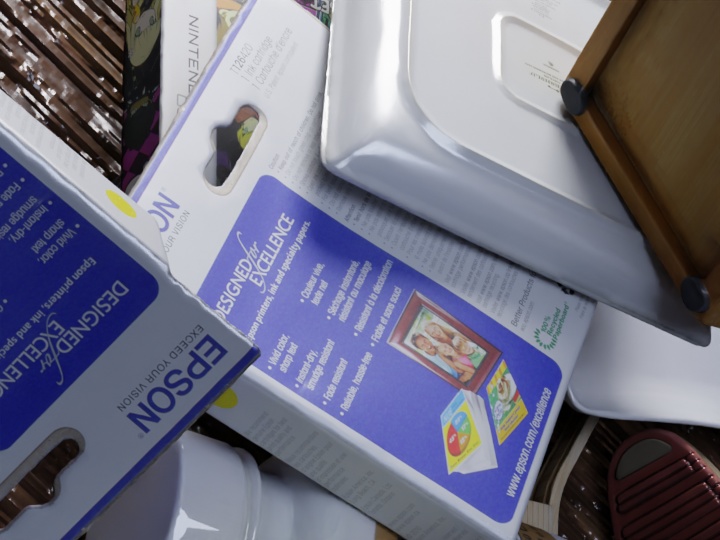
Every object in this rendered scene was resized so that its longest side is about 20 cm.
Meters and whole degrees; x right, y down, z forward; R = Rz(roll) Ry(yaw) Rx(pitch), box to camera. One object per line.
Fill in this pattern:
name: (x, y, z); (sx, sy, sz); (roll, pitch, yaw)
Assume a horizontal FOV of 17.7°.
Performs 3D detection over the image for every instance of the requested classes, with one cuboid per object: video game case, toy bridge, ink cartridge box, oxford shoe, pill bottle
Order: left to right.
ink cartridge box: (-0.174, 0.025, 0.849); (0.200, 0.198, 0.047); (41, 16, -17)
video game case: (-0.016, -0.040, 1.040); (0.200, 0.036, 0.181); (19, 56, -33)
pill bottle: (-0.009, 0.136, 0.960); (0.200, 0.114, 0.114); (22, 63, -24)
ink cartridge box: (0.000, 0.000, 0.962); (0.200, 0.047, 0.198); (33, 45, -7)
toy bridge: (0.087, 0.041, 1.108); (0.067, 0.027, 0.200); (15, 65, -29)
oxford shoe: (0.186, 0.162, 1.119); (0.200, 0.070, 0.075); (61, 27, 1)

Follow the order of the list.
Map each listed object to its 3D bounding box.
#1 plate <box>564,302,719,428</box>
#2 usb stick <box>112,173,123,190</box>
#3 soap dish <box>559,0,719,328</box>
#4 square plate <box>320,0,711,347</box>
plate: (0.146, -0.014, 1.141); (0.200, 0.032, 0.200); (10, 65, -43)
usb stick: (-0.042, 0.036, 1.025); (0.200, 0.033, 0.055); (46, 59, -11)
soap dish: (0.167, -0.079, 0.944); (0.081, 0.200, 0.157); (-16, 65, -27)
square plate: (0.076, -0.080, 1.034); (0.200, 0.028, 0.198); (25, 43, -21)
